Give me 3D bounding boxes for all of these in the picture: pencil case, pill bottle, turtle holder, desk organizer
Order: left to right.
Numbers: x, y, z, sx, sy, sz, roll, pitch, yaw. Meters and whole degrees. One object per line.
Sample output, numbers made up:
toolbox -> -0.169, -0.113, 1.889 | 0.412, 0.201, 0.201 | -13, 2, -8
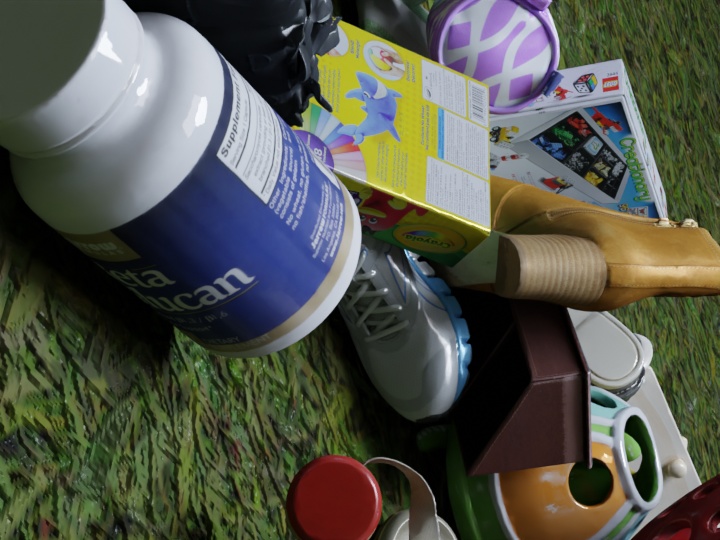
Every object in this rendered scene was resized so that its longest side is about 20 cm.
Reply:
pill bottle -> -0.093, -0.049, 0.786 | 0.200, 0.111, 0.111 | 44, 38, -47
pencil case -> 0.086, -0.160, 1.121 | 0.084, 0.086, 0.200 | 25, 13, -7
desk organizer -> 0.089, 0.041, 1.070 | 0.200, 0.077, 0.072 | -100, -177, -58
turtle holder -> 0.134, 0.142, 1.123 | 0.185, 0.131, 0.142 | 34, 45, -54

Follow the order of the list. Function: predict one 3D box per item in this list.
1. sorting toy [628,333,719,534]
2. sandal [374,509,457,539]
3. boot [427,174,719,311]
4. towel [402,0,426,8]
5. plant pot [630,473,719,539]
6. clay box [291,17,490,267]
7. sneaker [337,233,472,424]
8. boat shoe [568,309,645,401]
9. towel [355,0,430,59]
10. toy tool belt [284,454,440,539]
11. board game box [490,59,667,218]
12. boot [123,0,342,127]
sorting toy -> 0.221, 0.131, 1.367 | 0.201, 0.106, 0.180 | 64, 19, -19
sandal -> 0.046, 0.225, 0.954 | 0.080, 0.054, 0.201 | 20, 52, -33
boot -> 0.129, -0.016, 1.039 | 0.201, 0.143, 0.071 | -138, -128, -66
towel -> 0.010, -0.272, 1.101 | 0.023, 0.152, 0.200 | -39, 101, -19
plant pot -> 0.224, 0.230, 1.012 | 0.201, 0.182, 0.201 | 51, 22, -29
clay box -> -0.018, -0.089, 0.972 | 0.199, 0.048, 0.115 | 20, 51, -23
sneaker -> 0.000, 0.000, 1.016 | 0.087, 0.075, 0.201 | -6, 73, -58
boat shoe -> 0.131, 0.021, 1.229 | 0.200, 0.067, 0.057 | 51, -14, 25
towel -> 0.034, -0.106, 1.198 | 0.149, 0.031, 0.201 | 34, 48, -51
toy tool belt -> -0.007, 0.196, 0.843 | 0.123, 0.124, 0.201 | 116, -35, -80
board game box -> 0.153, -0.081, 1.263 | 0.200, 0.126, 0.035 | 56, 30, -57
boot -> -0.104, -0.141, 0.825 | 0.163, 0.197, 0.074 | 87, 21, -73
